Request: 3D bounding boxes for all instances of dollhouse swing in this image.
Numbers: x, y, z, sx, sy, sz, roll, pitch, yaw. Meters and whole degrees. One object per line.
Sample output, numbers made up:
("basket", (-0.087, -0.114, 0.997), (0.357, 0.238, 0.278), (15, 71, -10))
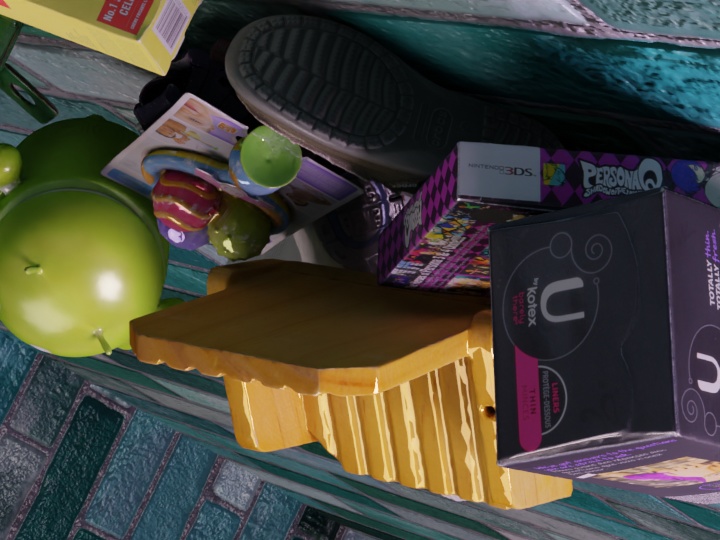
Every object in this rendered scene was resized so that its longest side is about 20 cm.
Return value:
("dollhouse swing", (-0.013, 0.086, 1.409), (0.200, 0.176, 0.182), (10, 122, 33))

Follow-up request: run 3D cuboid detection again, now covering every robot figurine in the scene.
("robot figurine", (-0.180, -0.023, 1.579), (0.175, 0.116, 0.200), (45, -161, -23))

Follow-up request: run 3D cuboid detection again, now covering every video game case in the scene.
("video game case", (0.115, -0.020, 1.304), (0.181, 0.036, 0.200), (4, 167, -10))

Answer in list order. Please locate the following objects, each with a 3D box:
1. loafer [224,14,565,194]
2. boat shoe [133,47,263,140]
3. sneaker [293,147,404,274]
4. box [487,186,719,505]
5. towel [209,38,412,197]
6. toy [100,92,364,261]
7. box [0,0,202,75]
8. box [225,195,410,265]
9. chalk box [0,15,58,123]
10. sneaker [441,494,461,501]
("loafer", (0.014, -0.073, 1.363), (0.200, 0.075, 0.070), (26, 152, -5))
("boat shoe", (-0.100, -0.085, 1.523), (0.093, 0.075, 0.200), (34, 158, -12))
("sneaker", (0.000, 0.000, 1.542), (0.087, 0.074, 0.200), (39, 146, 58))
("box", (0.161, 0.043, 1.220), (0.106, 0.122, 0.200), (-12, 162, 36))
("towel", (0.012, -0.080, 1.512), (0.200, 0.023, 0.144), (22, 168, 16))
("toy", (-0.085, -0.039, 1.441), (0.115, 0.047, 0.200), (28, 159, -13))
("box", (-0.183, -0.177, 1.350), (0.200, 0.075, 0.050), (23, 169, 19))
("box", (0.007, 0.000, 1.700), (0.124, 0.098, 0.200), (29, 168, -24))
("chalk box", (-0.278, -0.153, 1.552), (0.200, 0.124, 0.125), (27, 169, -13))
("sneaker", (0.017, 0.091, 1.692), (0.200, 0.072, 0.072), (36, -168, -26))
